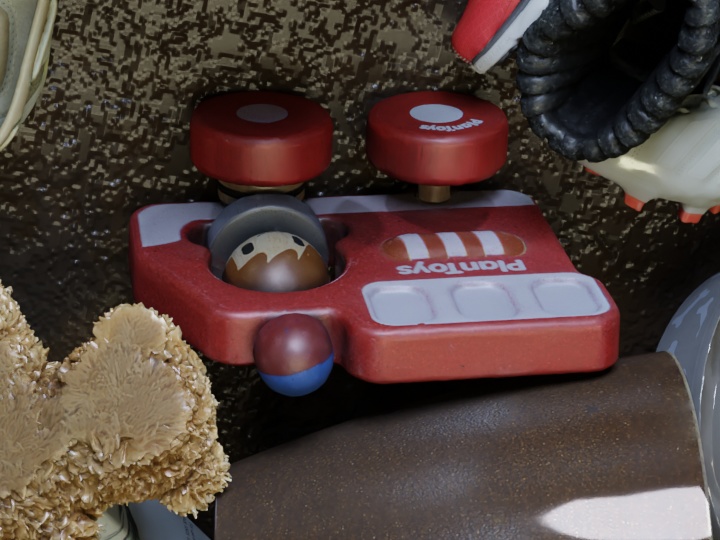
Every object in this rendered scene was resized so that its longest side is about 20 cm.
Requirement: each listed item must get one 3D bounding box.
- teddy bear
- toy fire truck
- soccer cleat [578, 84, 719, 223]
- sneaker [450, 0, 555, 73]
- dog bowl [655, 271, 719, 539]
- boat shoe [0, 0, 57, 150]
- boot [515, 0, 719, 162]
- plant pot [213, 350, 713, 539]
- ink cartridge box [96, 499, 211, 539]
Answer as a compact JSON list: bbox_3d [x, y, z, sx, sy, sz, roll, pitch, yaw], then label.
[{"bbox_3d":[-0.153,0.077,0.826,0.199,0.067,0.145,-37,84,7],"label":"teddy bear"},{"bbox_3d":[0.000,0.000,0.859,0.198,0.168,0.113,-2,114,-11],"label":"toy fire truck"},{"bbox_3d":[0.186,-0.068,0.914,0.198,0.069,0.078,1,118,-28],"label":"soccer cleat"},{"bbox_3d":[0.077,-0.187,0.858,0.084,0.077,0.201,23,103,0],"label":"sneaker"},{"bbox_3d":[0.220,0.081,0.951,0.198,0.058,0.202,4,83,-33],"label":"dog bowl"},{"bbox_3d":[-0.153,-0.150,0.821,0.072,0.063,0.202,6,112,-14],"label":"boat shoe"},{"bbox_3d":[0.148,-0.152,0.811,0.079,0.158,0.213,29,122,22],"label":"boot"},{"bbox_3d":[0.037,0.132,0.844,0.198,0.187,0.189,-1,114,-1],"label":"plant pot"},{"bbox_3d":[-0.176,0.139,0.933,0.146,0.083,0.200,-40,116,8],"label":"ink cartridge box"}]
